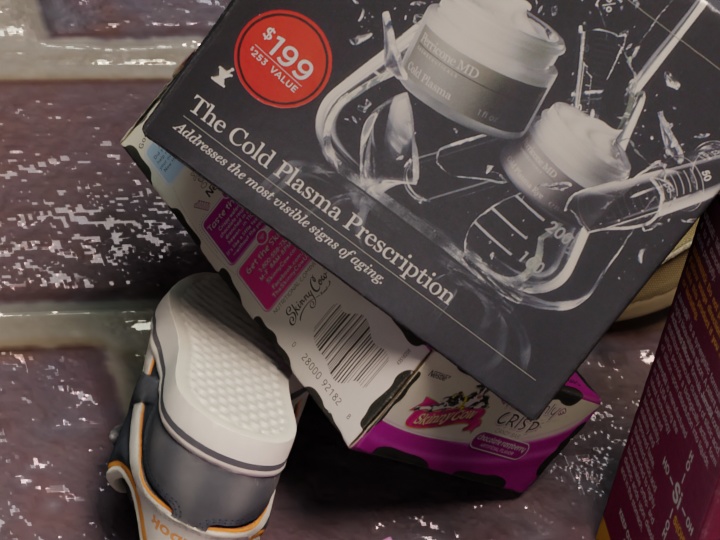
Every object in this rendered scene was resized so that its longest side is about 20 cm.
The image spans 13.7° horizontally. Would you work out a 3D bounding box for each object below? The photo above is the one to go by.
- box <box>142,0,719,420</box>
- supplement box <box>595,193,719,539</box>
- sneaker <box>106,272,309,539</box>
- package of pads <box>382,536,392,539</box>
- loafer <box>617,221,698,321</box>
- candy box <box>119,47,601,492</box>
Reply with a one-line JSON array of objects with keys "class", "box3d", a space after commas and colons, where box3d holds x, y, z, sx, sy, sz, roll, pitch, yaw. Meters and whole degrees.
[{"class": "box", "box3d": [0.048, -0.079, 1.201, 0.200, 0.182, 0.104, 36, 19, -4]}, {"class": "supplement box", "box3d": [0.190, 0.073, 1.236, 0.130, 0.201, 0.103, 4, 35, -14]}, {"class": "sneaker", "box3d": [-0.064, 0.063, 1.266, 0.078, 0.080, 0.200, 23, 17, -2]}, {"class": "package of pads", "box3d": [-0.044, 0.184, 1.136, 0.199, 0.076, 0.121, -14, 49, -30]}, {"class": "loafer", "box3d": [0.164, -0.048, 1.405, 0.199, 0.068, 0.076, -31, 43, -2]}, {"class": "candy box", "box3d": [0.000, 0.000, 1.311, 0.136, 0.061, 0.200, 18, 26, -53]}]
